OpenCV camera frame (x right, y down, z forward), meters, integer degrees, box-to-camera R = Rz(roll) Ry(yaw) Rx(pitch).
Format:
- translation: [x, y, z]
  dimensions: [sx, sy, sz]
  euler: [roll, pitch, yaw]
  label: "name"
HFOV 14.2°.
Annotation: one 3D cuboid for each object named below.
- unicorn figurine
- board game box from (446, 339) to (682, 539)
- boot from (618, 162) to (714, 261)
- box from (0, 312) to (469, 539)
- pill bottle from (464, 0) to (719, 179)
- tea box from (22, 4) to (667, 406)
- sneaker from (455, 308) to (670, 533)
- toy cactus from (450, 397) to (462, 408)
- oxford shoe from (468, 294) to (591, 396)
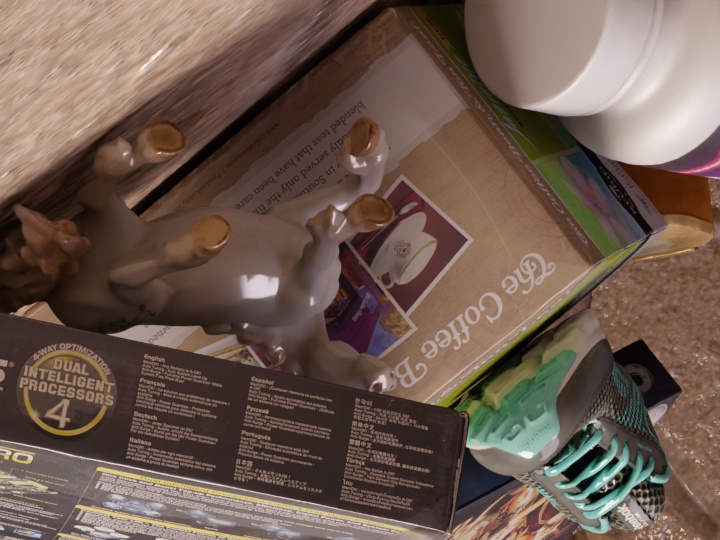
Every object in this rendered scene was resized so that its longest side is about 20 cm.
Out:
- translation: [-0.042, 0.002, 1.026]
  dimensions: [0.137, 0.199, 0.074]
  euler: [132, -33, -51]
  label: "unicorn figurine"
- translation: [0.048, 0.115, 1.359]
  dimensions: [0.200, 0.035, 0.136]
  euler: [-25, 158, -36]
  label: "board game box"
- translation: [0.136, -0.078, 1.473]
  dimensions: [0.071, 0.145, 0.201]
  euler: [-11, 178, 10]
  label: "boot"
- translation: [-0.079, 0.067, 1.001]
  dimensions: [0.161, 0.199, 0.049]
  euler: [131, -30, -72]
  label: "box"
- translation: [0.141, -0.093, 1.159]
  dimensions: [0.200, 0.112, 0.111]
  euler: [7, 144, -40]
  label: "pill bottle"
- translation: [0.000, 0.000, 1.200]
  dimensions: [0.200, 0.134, 0.197]
  euler: [-39, 176, 14]
  label: "tea box"
- translation: [0.096, 0.069, 1.211]
  dimensions: [0.078, 0.091, 0.200]
  euler: [-40, 175, 10]
  label: "sneaker"
- translation: [-0.045, 0.056, 1.419]
  dimensions: [0.165, 0.200, 0.103]
  euler: [25, -85, 56]
  label: "toy cactus"
- translation: [0.079, 0.036, 1.379]
  dimensions: [0.071, 0.073, 0.200]
  euler: [-2, 166, 10]
  label: "oxford shoe"
